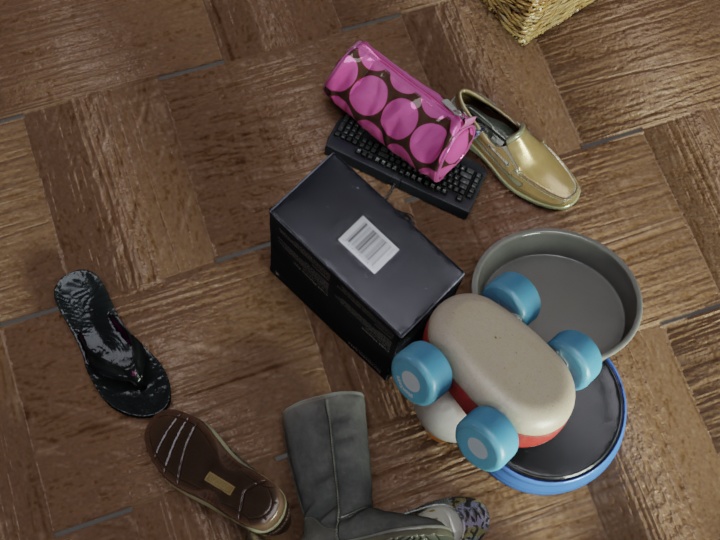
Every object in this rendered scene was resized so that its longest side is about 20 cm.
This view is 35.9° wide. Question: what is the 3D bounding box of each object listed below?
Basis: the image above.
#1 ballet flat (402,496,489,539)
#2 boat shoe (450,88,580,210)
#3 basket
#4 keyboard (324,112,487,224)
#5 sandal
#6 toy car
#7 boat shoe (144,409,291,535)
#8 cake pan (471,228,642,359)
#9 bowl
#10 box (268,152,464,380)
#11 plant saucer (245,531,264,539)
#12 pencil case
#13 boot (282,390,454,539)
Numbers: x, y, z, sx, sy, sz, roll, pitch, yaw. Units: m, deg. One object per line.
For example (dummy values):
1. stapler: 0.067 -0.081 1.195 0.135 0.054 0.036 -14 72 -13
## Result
1. ballet flat: 0.053 0.295 1.209 0.199 0.072 0.073 -16 72 -10
2. boat shoe: 0.190 -0.151 1.373 0.199 0.076 0.072 36 71 8
3. basket: 0.253 -0.420 1.435 0.199 0.149 0.143 -33 76 -14
4. keyboard: 0.047 -0.119 1.381 0.199 0.021 0.128 25 70 5
5. sandal: -0.289 0.084 1.267 0.075 0.048 0.201 -34 76 -15
6. toy car: 0.125 0.139 1.194 0.177 0.201 0.184 44 54 16
7. boat shoe: -0.156 0.228 1.216 0.202 0.075 0.075 34 78 31
8. cake pan: 0.226 0.037 1.297 0.198 0.037 0.202 2 51 -2
9. bowl: 0.213 0.155 1.286 0.199 0.039 0.203 2 70 -4
10. box: 0.000 0.000 1.249 0.200 0.182 0.104 43 72 10
11. plant saucer: -0.049 0.342 1.116 0.200 0.200 0.029 42 81 10
12. pencil case: 0.049 -0.201 1.359 0.199 0.094 0.091 37 50 16
13. boot: 0.004 0.222 1.194 0.180 0.073 0.201 -6 44 4
